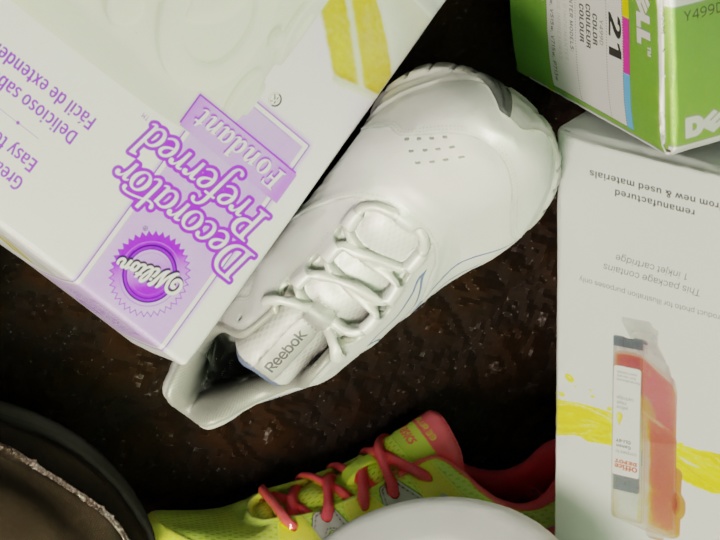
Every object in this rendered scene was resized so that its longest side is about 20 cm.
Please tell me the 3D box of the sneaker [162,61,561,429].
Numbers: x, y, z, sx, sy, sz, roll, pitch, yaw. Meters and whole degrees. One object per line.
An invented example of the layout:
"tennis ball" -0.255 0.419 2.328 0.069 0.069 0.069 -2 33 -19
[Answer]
"sneaker" 0.000 0.000 1.033 0.075 0.087 0.200 40 137 -7

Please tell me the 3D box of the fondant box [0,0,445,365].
"fondant box" -0.064 -0.090 1.005 0.144 0.058 0.200 39 83 -25

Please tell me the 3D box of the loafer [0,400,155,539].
"loafer" -0.158 0.081 1.042 0.200 0.071 0.073 32 113 -27

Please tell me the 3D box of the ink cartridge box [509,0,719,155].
"ink cartridge box" 0.163 -0.088 0.991 0.148 0.200 0.076 -16 119 -24

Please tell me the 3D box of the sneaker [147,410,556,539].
"sneaker" 0.005 0.096 1.142 0.200 0.078 0.090 2 108 -20

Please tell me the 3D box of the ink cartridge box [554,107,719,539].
"ink cartridge box" 0.142 0.023 1.085 0.145 0.083 0.200 -34 131 -47

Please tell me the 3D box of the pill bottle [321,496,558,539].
"pill bottle" 0.040 0.190 1.085 0.120 0.120 0.200 -18 134 -3
